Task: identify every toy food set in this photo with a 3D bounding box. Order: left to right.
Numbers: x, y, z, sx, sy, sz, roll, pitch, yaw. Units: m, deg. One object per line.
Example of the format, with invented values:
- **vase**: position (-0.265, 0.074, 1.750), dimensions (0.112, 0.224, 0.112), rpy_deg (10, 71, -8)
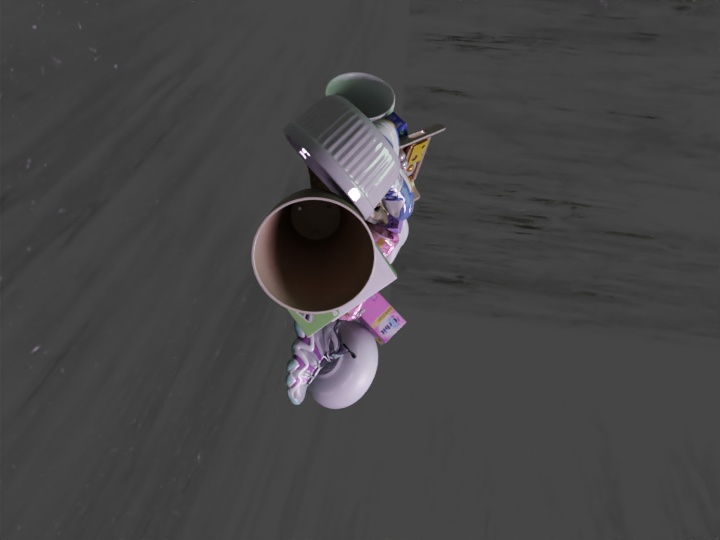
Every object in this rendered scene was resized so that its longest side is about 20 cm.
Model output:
- **toy food set**: position (0.099, -0.206, 1.188), dimensions (0.143, 0.060, 0.201), rpy_deg (-29, 154, -32)

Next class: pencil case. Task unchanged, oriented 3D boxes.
- **pencil case**: position (0.000, 0.000, 1.114), dimensions (0.201, 0.086, 0.083), rpy_deg (-64, -169, 14)

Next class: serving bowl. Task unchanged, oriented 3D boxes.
- **serving bowl**: position (-0.060, 0.199, 1.260), dimensions (0.066, 0.199, 0.202), rpy_deg (36, 56, -46)

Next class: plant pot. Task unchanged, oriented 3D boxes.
- **plant pot**: position (-0.074, -0.058, 0.931), dimensions (0.200, 0.185, 0.189), rpy_deg (-98, -169, -66)

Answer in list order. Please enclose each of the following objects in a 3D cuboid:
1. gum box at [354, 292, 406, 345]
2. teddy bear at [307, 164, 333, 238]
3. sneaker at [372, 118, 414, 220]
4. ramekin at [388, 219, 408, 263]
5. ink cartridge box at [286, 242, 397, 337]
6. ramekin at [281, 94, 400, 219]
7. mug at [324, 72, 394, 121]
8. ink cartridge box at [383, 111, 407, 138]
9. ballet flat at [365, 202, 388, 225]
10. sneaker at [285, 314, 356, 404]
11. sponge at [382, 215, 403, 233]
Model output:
- **gum box**: position (0.035, 0.108, 1.312), dimensions (0.066, 0.114, 0.200), rpy_deg (-43, 175, -8)
- **teddy bear**: position (-0.060, -0.137, 1.098), dimensions (0.145, 0.066, 0.202), rpy_deg (82, 1, -69)
- **sneaker**: position (0.041, -0.178, 1.071), dimensions (0.088, 0.075, 0.202), rpy_deg (-46, 125, -46)
- **ramekin**: position (0.015, -0.092, 1.447), dimensions (0.202, 0.198, 0.098), rpy_deg (90, 17, -45)
- **ink cartridge box**: position (-0.043, 0.022, 1.040), dimensions (0.104, 0.199, 0.059), rpy_deg (55, 6, -10)
- **ramekin**: position (-0.025, -0.191, 0.927), dimensions (0.105, 0.200, 0.200), rpy_deg (-45, 170, -1)
- **mug**: position (-0.026, -0.291, 1.206), dimensions (0.200, 0.147, 0.176), rpy_deg (-42, 159, -29)
- **ink cartridge box**: position (0.058, -0.238, 1.201), dimensions (0.094, 0.044, 0.200), rpy_deg (-40, 158, -6)
- **ballet flat**: position (0.025, -0.120, 1.088), dimensions (0.047, 0.067, 0.200), rpy_deg (-65, 174, 8)
- **sneaker**: position (-0.077, 0.185, 1.183), dimensions (0.078, 0.138, 0.202), rpy_deg (29, 68, -81)
- **sponge**: position (0.009, -0.146, 1.328), dimensions (0.030, 0.198, 0.113), rpy_deg (40, 58, -61)
